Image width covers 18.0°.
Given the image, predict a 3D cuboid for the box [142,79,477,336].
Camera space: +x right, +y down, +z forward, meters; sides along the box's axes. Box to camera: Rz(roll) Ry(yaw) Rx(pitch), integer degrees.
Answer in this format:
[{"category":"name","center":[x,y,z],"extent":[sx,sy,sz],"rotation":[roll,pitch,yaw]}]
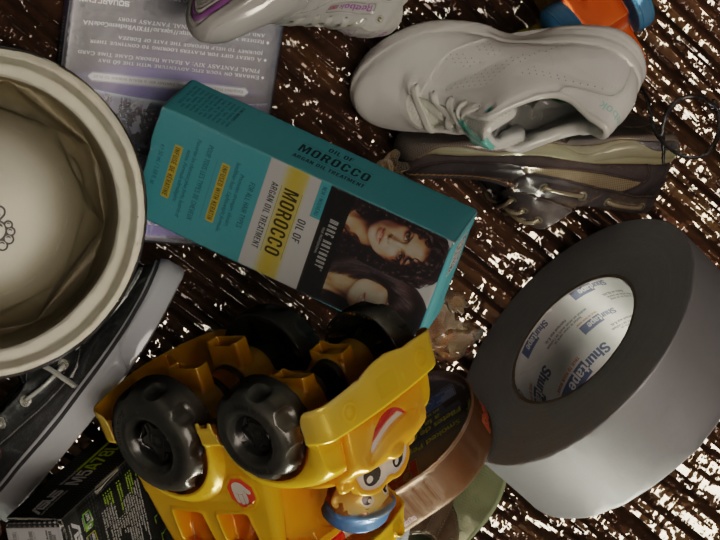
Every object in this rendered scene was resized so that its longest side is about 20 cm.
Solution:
[{"category":"box","center":[-0.036,-0.036,1.398],"extent":[0.199,0.049,0.083],"rotation":[25,122,8]}]

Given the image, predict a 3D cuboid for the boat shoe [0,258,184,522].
[{"category":"boat shoe","center":[-0.192,0.064,1.442],"extent":[0.068,0.074,0.200],"rotation":[38,101,-8]}]

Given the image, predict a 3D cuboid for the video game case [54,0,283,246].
[{"category":"video game case","center":[-0.124,-0.117,1.445],"extent":[0.142,0.019,0.201],"rotation":[4,103,-21]}]

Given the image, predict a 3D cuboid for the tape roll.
[{"category":"tape roll","center":[0.161,0.064,1.500],"extent":[0.066,0.200,0.200],"rotation":[41,88,-25]}]

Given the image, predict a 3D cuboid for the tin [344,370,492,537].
[{"category":"tin","center":[-0.001,0.143,1.497],"extent":[0.200,0.112,0.042],"rotation":[-34,114,8]}]

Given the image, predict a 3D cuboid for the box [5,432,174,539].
[{"category":"box","center":[-0.145,0.208,1.439],"extent":[0.047,0.193,0.201],"rotation":[-3,108,20]}]

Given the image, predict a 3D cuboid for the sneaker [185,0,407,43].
[{"category":"sneaker","center":[-0.019,-0.177,1.421],"extent":[0.200,0.075,0.100],"rotation":[-32,121,-28]}]

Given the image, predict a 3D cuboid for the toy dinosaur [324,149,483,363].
[{"category":"toy dinosaur","center":[0.000,0.000,1.495],"extent":[0.200,0.136,0.086],"rotation":[37,47,-4]}]

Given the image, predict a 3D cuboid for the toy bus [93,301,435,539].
[{"category":"toy bus","center":[-0.038,0.129,1.372],"extent":[0.136,0.200,0.193],"rotation":[-31,109,-44]}]

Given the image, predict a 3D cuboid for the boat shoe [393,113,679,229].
[{"category":"boat shoe","center":[0.119,-0.063,1.520],"extent":[0.199,0.075,0.074],"rotation":[0,109,-15]}]

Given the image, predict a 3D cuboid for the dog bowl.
[{"category":"dog bowl","center":[-0.232,-0.037,1.378],"extent":[0.199,0.074,0.201],"rotation":[-1,95,-11]}]

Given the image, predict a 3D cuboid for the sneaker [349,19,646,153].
[{"category":"sneaker","center":[0.076,-0.107,1.432],"extent":[0.075,0.199,0.089],"rotation":[63,36,-38]}]

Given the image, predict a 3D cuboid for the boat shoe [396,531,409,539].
[{"category":"boat shoe","center":[-0.034,0.242,1.520],"extent":[0.071,0.072,0.201],"rotation":[29,101,10]}]

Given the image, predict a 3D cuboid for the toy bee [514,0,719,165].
[{"category":"toy bee","center":[0.147,-0.152,1.504],"extent":[0.130,0.109,0.201],"rotation":[-12,83,-9]}]

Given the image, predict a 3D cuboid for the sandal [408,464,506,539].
[{"category":"sandal","center":[0.035,0.192,1.564],"extent":[0.080,0.057,0.201],"rotation":[38,92,-20]}]
